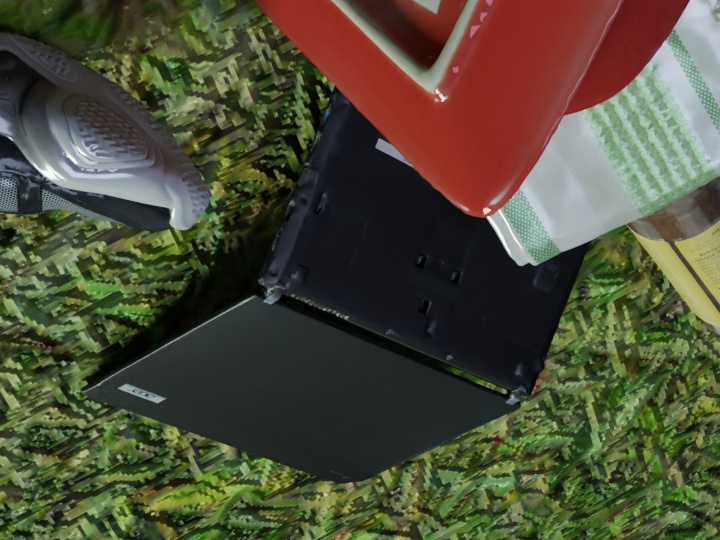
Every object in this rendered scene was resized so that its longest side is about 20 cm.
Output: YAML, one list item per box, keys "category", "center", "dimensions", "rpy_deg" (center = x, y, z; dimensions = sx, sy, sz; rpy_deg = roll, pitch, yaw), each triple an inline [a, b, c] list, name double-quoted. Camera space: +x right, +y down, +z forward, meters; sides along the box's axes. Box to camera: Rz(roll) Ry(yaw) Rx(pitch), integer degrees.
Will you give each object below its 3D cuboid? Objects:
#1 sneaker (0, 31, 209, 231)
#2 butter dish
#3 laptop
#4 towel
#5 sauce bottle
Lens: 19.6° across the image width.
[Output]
- category: "sneaker"
  center: [-0.162, -0.036, 0.806]
  dimensions: [0.200, 0.076, 0.114]
  rpy_deg: [24, 113, -34]
- category: "butter dish"
  center: [0.069, -0.147, 0.768]
  dimensions: [0.148, 0.200, 0.200]
  rpy_deg: [-1, 127, -42]
- category: "laptop"
  center: [0.000, 0.000, 0.969]
  dimensions: [0.177, 0.103, 0.200]
  rpy_deg: [24, 86, -41]
- category: "towel"
  center: [0.119, -0.105, 0.869]
  dimensions: [0.200, 0.031, 0.149]
  rpy_deg: [-28, 110, 13]
- category: "sauce bottle"
  center: [0.154, -0.037, 0.980]
  dimensions: [0.065, 0.065, 0.200]
  rpy_deg: [-38, 139, 4]
